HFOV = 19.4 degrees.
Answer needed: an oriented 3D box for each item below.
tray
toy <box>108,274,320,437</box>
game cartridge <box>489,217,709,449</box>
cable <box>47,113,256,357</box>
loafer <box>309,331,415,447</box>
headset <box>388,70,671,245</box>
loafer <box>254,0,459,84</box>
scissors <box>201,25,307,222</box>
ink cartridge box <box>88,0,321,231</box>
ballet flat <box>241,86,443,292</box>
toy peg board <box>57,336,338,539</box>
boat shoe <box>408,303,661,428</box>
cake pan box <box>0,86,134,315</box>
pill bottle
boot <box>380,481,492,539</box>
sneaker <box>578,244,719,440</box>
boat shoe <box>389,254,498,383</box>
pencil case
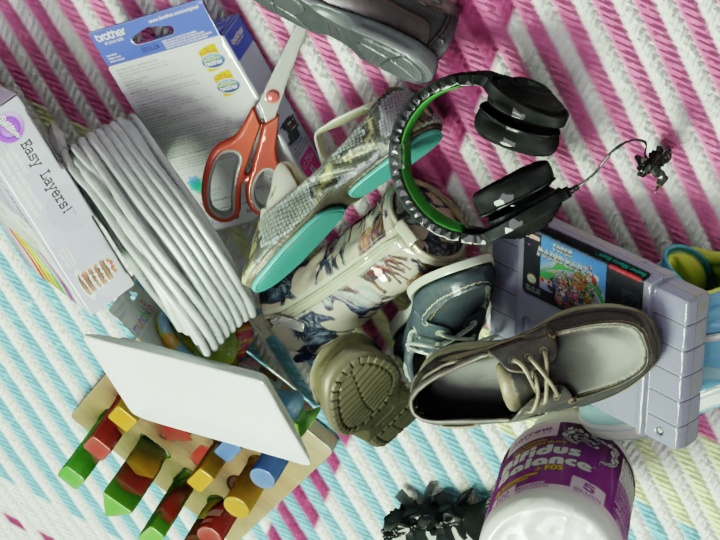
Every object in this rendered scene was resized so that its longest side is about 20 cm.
[{"bbox_3d":[-0.131,0.098,1.720,0.199,0.022,0.108,12,145,36],"label":"tray"},{"bbox_3d":[-0.113,0.066,1.792,0.200,0.115,0.047,42,107,-7],"label":"toy"},{"bbox_3d":[0.173,0.038,1.577,0.199,0.038,0.130,27,131,43],"label":"game cartridge"},{"bbox_3d":[-0.158,-0.029,1.680,0.200,0.069,0.201,45,167,54],"label":"cable"},{"bbox_3d":[-0.007,0.093,1.719,0.067,0.076,0.200,44,174,22],"label":"loafer"},{"bbox_3d":[0.122,-0.083,1.528,0.199,0.094,0.125,4,104,21],"label":"headset"},{"bbox_3d":[-0.021,-0.207,1.539,0.199,0.063,0.072,30,166,9],"label":"loafer"},{"bbox_3d":[-0.078,-0.124,1.611,0.073,0.014,0.201,7,119,-6],"label":"scissors"},{"bbox_3d":[-0.116,-0.127,1.663,0.119,0.042,0.201,-11,124,33],"label":"ink cartridge box"},{"bbox_3d":[-0.026,-0.069,1.610,0.200,0.072,0.072,-41,104,14],"label":"ballet flat"},{"bbox_3d":[-0.160,0.168,1.901,0.200,0.098,0.199,38,136,-6],"label":"toy peg board"},{"bbox_3d":[0.124,0.080,1.530,0.199,0.073,0.075,-19,101,29],"label":"boat shoe"},{"bbox_3d":[-0.278,-0.073,1.726,0.184,0.052,0.201,26,149,59],"label":"cake pan box"},{"bbox_3d":[0.158,0.184,1.655,0.111,0.200,0.113,4,111,10],"label":"pill bottle"},{"bbox_3d":[0.117,0.274,1.857,0.162,0.073,0.199,-16,111,35],"label":"boot"},{"bbox_3d":[0.229,0.047,1.598,0.199,0.080,0.131,-23,116,30],"label":"sneaker"},{"bbox_3d":[0.066,0.043,1.643,0.200,0.074,0.062,127,131,-65],"label":"boat shoe"},{"bbox_3d":[0.000,0.000,1.672,0.078,0.089,0.200,52,133,-2],"label":"pencil case"}]
